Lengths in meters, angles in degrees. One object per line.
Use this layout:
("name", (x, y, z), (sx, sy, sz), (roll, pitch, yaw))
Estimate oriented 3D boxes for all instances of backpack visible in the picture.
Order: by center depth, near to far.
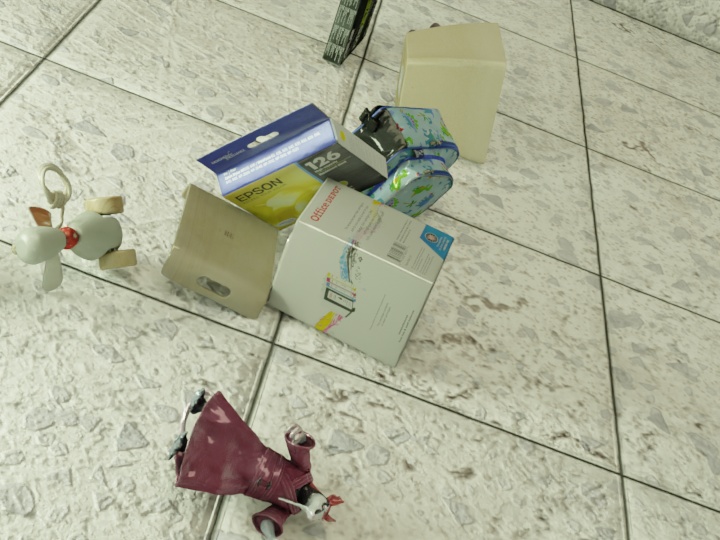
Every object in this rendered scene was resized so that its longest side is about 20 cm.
("backpack", (0.059, -0.161, 1.825), (0.199, 0.183, 0.148), (-14, 70, -49))

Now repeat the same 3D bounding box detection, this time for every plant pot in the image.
("plant pot", (0.158, -0.342, 2.152), (0.174, 0.202, 0.201), (8, 33, -3))

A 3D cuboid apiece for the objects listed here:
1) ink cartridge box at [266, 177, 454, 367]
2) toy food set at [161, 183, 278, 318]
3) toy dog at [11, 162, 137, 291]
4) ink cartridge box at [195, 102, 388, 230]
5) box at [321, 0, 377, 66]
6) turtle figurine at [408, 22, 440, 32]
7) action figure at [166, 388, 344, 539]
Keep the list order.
("ink cartridge box", (0.000, 0.000, 1.571), (0.198, 0.146, 0.148), (26, 31, 4))
("toy food set", (-0.191, -0.027, 1.583), (0.142, 0.061, 0.201), (27, 31, -17))
("toy dog", (-0.365, -0.041, 1.436), (0.199, 0.095, 0.134), (27, 57, -58))
("ink cartridge box", (-0.091, -0.138, 1.608), (0.199, 0.195, 0.048), (26, 47, -56))
("box", (-0.003, -0.527, 2.297), (0.047, 0.202, 0.194), (22, 31, 2))
("turtle figurine", (0.184, -0.446, 2.405), (0.148, 0.102, 0.200), (-4, 35, -37))
("action figure", (-0.112, 0.223, 1.249), (0.198, 0.135, 0.149), (31, -13, -11))
